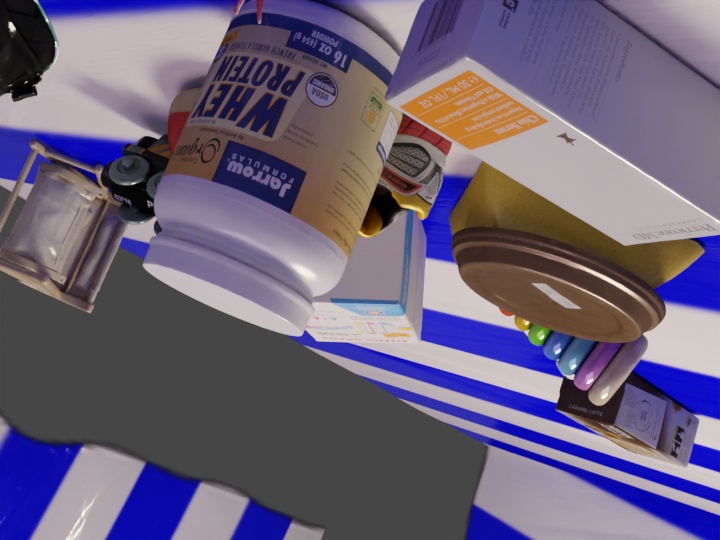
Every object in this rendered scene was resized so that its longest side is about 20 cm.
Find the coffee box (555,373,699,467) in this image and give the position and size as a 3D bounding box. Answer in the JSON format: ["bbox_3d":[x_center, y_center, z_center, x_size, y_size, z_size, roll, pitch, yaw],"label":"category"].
[{"bbox_3d":[0.397,0.213,1.300,0.198,0.081,0.113,31,165,-34],"label":"coffee box"}]

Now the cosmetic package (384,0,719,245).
[{"bbox_3d":[0.125,-0.092,0.512,0.197,0.073,0.101,26,167,-19],"label":"cosmetic package"}]

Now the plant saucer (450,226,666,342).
[{"bbox_3d":[0.169,0.018,0.777,0.196,0.030,0.200,23,167,5],"label":"plant saucer"}]

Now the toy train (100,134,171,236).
[{"bbox_3d":[-0.193,-0.092,0.986,0.197,0.114,0.086,21,137,20],"label":"toy train"}]

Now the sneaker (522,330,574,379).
[{"bbox_3d":[0.260,0.079,1.006,0.086,0.076,0.199,3,158,44],"label":"sneaker"}]

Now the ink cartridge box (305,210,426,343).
[{"bbox_3d":[0.000,0.000,0.929,0.125,0.128,0.200,1,163,12],"label":"ink cartridge box"}]

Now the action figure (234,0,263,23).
[{"bbox_3d":[-0.095,-0.194,0.422,0.196,0.101,0.065,17,169,12],"label":"action figure"}]

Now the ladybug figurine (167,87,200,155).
[{"bbox_3d":[-0.126,-0.117,0.851,0.134,0.073,0.199,28,167,-23],"label":"ladybug figurine"}]

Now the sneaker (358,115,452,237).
[{"bbox_3d":[-0.015,-0.071,0.741,0.197,0.084,0.077,-8,155,44],"label":"sneaker"}]

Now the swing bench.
[{"bbox_3d":[-0.472,-0.065,1.395,0.127,0.203,0.200,20,167,8],"label":"swing bench"}]

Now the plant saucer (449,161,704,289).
[{"bbox_3d":[0.179,-0.015,0.801,0.196,0.049,0.200,22,168,1],"label":"plant saucer"}]

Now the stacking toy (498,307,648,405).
[{"bbox_3d":[0.195,0.044,0.908,0.199,0.086,0.086,40,173,15],"label":"stacking toy"}]

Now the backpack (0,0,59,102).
[{"bbox_3d":[-0.328,-0.203,0.607,0.154,0.174,0.201,50,164,19],"label":"backpack"}]

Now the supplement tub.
[{"bbox_3d":[-0.059,-0.071,0.620,0.142,0.204,0.145,20,168,5],"label":"supplement tub"}]
